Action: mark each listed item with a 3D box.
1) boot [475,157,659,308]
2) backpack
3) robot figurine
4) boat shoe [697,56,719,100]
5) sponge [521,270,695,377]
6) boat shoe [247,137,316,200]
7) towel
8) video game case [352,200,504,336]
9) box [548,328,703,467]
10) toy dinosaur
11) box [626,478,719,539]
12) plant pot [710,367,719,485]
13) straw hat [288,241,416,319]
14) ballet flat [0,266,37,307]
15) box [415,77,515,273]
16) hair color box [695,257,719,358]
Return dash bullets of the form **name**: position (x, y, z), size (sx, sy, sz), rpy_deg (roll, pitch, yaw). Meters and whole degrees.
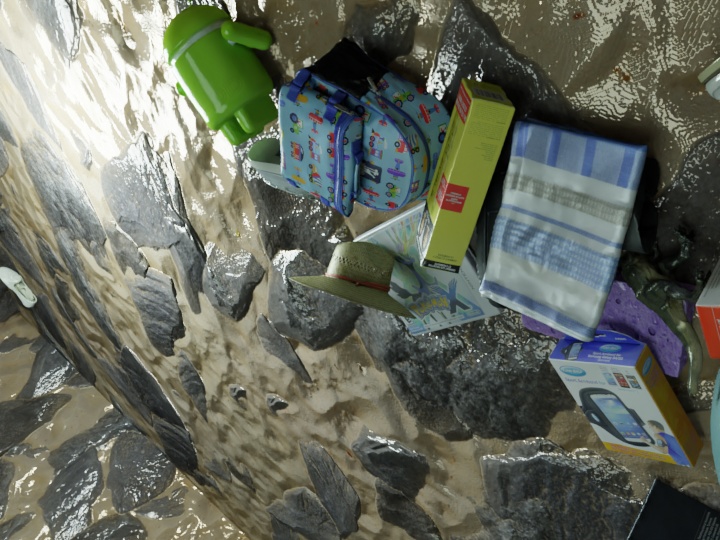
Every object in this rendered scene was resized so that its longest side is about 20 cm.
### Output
- **boot**: position (0.222, -0.034, 0.697), size (0.197, 0.065, 0.169), rpy_deg (1, 106, 45)
- **backpack**: position (0.011, -0.154, 0.789), size (0.198, 0.134, 0.184), rpy_deg (33, 143, 18)
- **robot figurine**: position (-0.203, -0.286, 0.919), size (0.174, 0.116, 0.202), rpy_deg (-26, 102, 48)
- **boat shoe**: position (0.342, -0.172, 0.450), size (0.069, 0.074, 0.199), rpy_deg (56, 144, -1)
- **sponge**: position (0.283, 0.046, 0.756), size (0.198, 0.030, 0.113), rpy_deg (18, 133, 39)
- **boat shoe**: position (-0.085, -0.147, 0.969), size (0.198, 0.071, 0.072), rpy_deg (21, 156, 33)
- **towel**: position (0.198, -0.043, 0.655), size (0.146, 0.024, 0.204), rpy_deg (27, 117, 41)
- **video game case**: position (0.093, 0.003, 0.936), size (0.184, 0.022, 0.199), rpy_deg (56, 145, -8)
- **box**: position (0.314, 0.150, 0.771), size (0.201, 0.042, 0.118), rpy_deg (51, 152, -22)
- **toy dinosaur**: position (0.309, 0.014, 0.644), size (0.089, 0.046, 0.203), rpy_deg (116, 144, -44)
- **box**: position (0.443, 0.420, 0.838), size (0.194, 0.124, 0.203), rpy_deg (24, 138, 30)
- **plant pot**: position (0.409, 0.133, 0.585), size (0.202, 0.196, 0.137), rpy_deg (111, 149, -52)
- **straw hat**: position (0.000, 0.000, 0.937), size (0.198, 0.199, 0.087), rpy_deg (17, 90, 38)
- **ballet flat**: position (-1.411, 0.062, 2.649), size (0.069, 0.069, 0.202), rpy_deg (-4, 123, 49)
- **box**: position (0.112, -0.102, 0.718), size (0.049, 0.076, 0.203), rpy_deg (10, 122, -8)
- **hair color box**: position (0.403, 0.023, 0.529), size (0.198, 0.111, 0.065), rpy_deg (-3, 121, 50)
